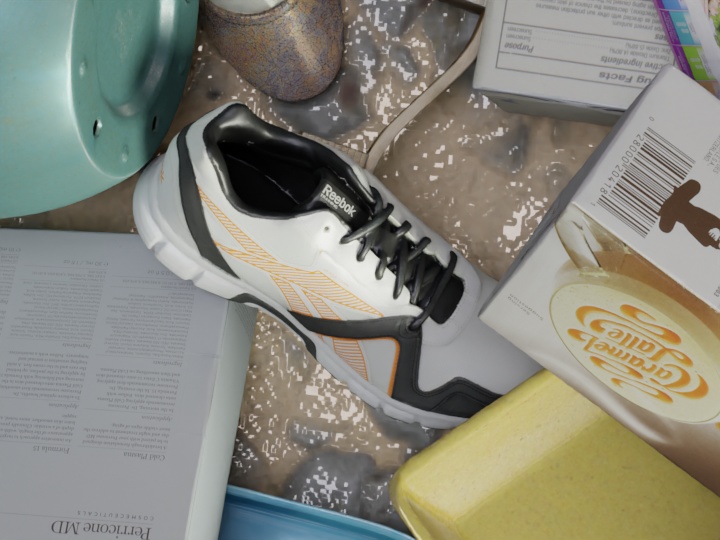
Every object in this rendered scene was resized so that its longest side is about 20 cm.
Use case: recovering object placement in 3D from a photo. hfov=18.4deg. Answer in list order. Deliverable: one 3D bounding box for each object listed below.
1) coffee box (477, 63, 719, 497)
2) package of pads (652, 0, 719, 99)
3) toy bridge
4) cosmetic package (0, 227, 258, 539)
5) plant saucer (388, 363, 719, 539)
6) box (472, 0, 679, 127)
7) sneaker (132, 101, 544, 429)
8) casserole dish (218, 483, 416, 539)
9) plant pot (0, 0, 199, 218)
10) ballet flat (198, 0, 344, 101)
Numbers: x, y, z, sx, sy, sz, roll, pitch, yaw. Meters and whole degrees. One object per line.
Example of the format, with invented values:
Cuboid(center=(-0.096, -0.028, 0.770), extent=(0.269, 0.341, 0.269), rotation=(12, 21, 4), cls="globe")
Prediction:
Cuboid(center=(0.159, 0.029, 0.852), extent=(0.200, 0.114, 0.080), rotation=(37, 63, 1), cls="coffee box")
Cuboid(center=(0.173, -0.124, 0.863), extent=(0.120, 0.076, 0.201), rotation=(-36, 113, -24), cls="package of pads")
Cuboid(center=(0.030, -0.130, 0.969), extent=(0.067, 0.027, 0.201), rotation=(19, 87, -4), cls="toy bridge")
Cuboid(center=(-0.153, 0.059, 0.970), extent=(0.198, 0.052, 0.152), rotation=(3, 62, 13), cls="cosmetic package")
Cuboid(center=(0.137, 0.120, 0.901), extent=(0.199, 0.048, 0.200), rotation=(-32, 79, -21), cls="plant saucer")
Cuboid(center=(0.111, -0.163, 0.933), extent=(0.094, 0.078, 0.202), rotation=(11, 91, 12), cls="box")
Cuboid(center=(0.000, 0.000, 0.928), extent=(0.199, 0.080, 0.074), rotation=(27, 58, -7), cls="sneaker")
Cuboid(center=(-0.044, 0.158, 0.977), extent=(0.199, 0.039, 0.122), rotation=(12, 91, 12), cls="casserole dish")
Cuboid(center=(-0.162, -0.112, 0.923), extent=(0.160, 0.200, 0.202), rotation=(10, 90, 17), cls="plant pot")
Cuboid(center=(-0.064, -0.170, 0.977), extent=(0.068, 0.067, 0.201), rotation=(-23, 84, 9), cls="ballet flat")
